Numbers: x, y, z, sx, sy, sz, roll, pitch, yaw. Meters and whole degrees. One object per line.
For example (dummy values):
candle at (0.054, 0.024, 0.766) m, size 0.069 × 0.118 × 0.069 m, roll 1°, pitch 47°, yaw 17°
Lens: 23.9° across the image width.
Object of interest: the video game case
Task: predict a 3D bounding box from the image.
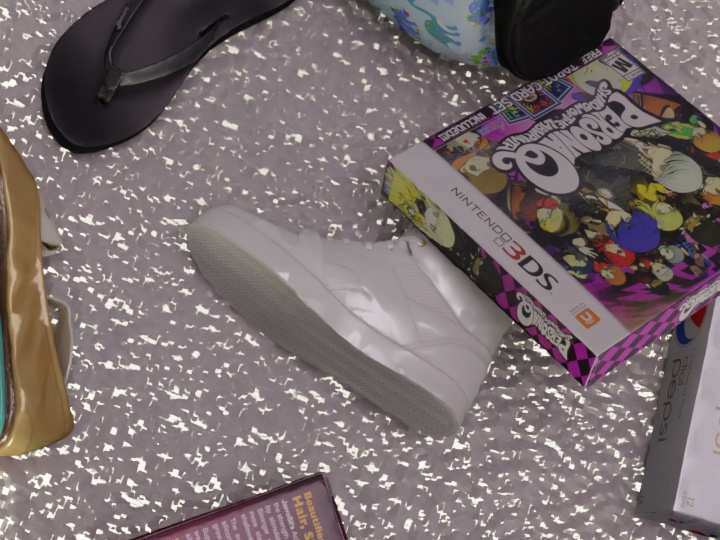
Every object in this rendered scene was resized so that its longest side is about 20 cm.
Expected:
video game case at (0.143, -0.042, 1.023) m, size 0.199 × 0.036 × 0.181 m, roll -29°, pitch 60°, yaw -29°

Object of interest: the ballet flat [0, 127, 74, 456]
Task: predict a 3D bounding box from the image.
ballet flat at (-0.201, 0.006, 0.986) m, size 0.063 × 0.068 × 0.202 m, roll 0°, pitch 82°, yaw -42°

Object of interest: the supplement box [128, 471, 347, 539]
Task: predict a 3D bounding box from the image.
supplement box at (-0.101, 0.200, 0.955) m, size 0.198 × 0.086 × 0.111 m, roll -18°, pitch 85°, yaw -16°

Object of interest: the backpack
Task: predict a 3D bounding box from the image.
backpack at (0.052, -0.215, 1.026) m, size 0.153 × 0.163 × 0.201 m, roll -31°, pitch 71°, yaw -11°

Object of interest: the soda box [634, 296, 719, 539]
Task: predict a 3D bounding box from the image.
soda box at (0.234, 0.064, 1.073) m, size 0.067 × 0.064 × 0.202 m, roll 17°, pitch 76°, yaw -11°

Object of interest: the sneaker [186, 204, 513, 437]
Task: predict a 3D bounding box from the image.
sneaker at (0.000, 0.000, 1.031) m, size 0.199 × 0.074 × 0.116 m, roll 35°, pitch 61°, yaw -3°

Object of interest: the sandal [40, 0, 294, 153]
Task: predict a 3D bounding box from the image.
sandal at (-0.116, -0.151, 1.034) m, size 0.200 × 0.043 × 0.076 m, roll -43°, pitch 92°, yaw -17°
